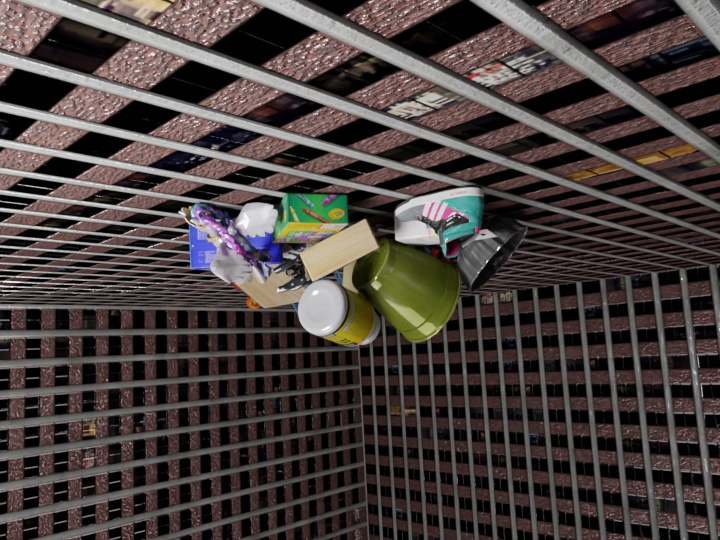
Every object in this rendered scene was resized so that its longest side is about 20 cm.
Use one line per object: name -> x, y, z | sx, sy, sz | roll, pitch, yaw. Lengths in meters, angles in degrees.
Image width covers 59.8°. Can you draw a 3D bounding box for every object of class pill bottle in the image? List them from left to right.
pill bottle -> -0.037, 0.097, 1.321 | 0.111, 0.115, 0.199 | -7, 161, 27

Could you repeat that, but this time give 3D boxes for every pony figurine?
pony figurine -> -0.243, -0.049, 1.219 | 0.191, 0.168, 0.201 | 19, 161, 25

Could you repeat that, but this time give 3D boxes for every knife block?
knife block -> -0.079, -0.020, 1.258 | 0.174, 0.065, 0.199 | -28, -179, -37

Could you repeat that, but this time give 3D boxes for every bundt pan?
bundt pan -> 0.294, -0.048, 1.450 | 0.201, 0.076, 0.203 | -40, 161, -17

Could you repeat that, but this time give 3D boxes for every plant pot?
plant pot -> 0.089, 0.027, 1.399 | 0.192, 0.203, 0.199 | 32, 155, -27

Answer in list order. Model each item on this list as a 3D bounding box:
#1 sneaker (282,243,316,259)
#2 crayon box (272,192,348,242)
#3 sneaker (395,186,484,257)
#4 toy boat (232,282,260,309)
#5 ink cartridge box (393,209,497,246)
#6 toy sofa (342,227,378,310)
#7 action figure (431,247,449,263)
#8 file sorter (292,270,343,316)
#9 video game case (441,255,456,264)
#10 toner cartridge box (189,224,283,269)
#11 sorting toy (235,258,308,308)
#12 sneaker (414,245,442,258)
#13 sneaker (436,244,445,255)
sneaker -> -0.180, -0.056, 1.453 | 0.196, 0.081, 0.130 | -12, 166, -11
crayon box -> -0.105, -0.100, 1.242 | 0.117, 0.059, 0.200 | -1, 172, -17
sneaker -> 0.155, -0.085, 1.225 | 0.198, 0.123, 0.083 | -9, 170, 41
toy boat -> -0.352, 0.062, 2.069 | 0.128, 0.133, 0.200 | -4, 173, 0
ink cartridge box -> 0.182, -0.099, 1.329 | 0.197, 0.069, 0.117 | -5, 173, 23
toy sofa -> 0.000, 0.000, 1.489 | 0.097, 0.204, 0.082 | 12, 166, -39
action figure -> 0.255, -0.037, 1.597 | 0.065, 0.101, 0.199 | 25, -145, 35
file sorter -> -0.089, 0.041, 1.734 | 0.138, 0.124, 0.200 | -12, -159, 46
video game case -> 0.182, -0.023, 1.678 | 0.199, 0.023, 0.180 | 27, -160, 38
toner cartridge box -> -0.269, -0.057, 1.358 | 0.196, 0.097, 0.043 | -3, 175, 5
sorting toy -> -0.237, 0.000, 1.607 | 0.197, 0.070, 0.200 | -12, 135, 39
sneaker -> 0.155, -0.057, 1.604 | 0.084, 0.079, 0.200 | 1, 177, 18
sneaker -> 0.220, -0.089, 1.482 | 0.095, 0.080, 0.199 | 33, -158, 23
